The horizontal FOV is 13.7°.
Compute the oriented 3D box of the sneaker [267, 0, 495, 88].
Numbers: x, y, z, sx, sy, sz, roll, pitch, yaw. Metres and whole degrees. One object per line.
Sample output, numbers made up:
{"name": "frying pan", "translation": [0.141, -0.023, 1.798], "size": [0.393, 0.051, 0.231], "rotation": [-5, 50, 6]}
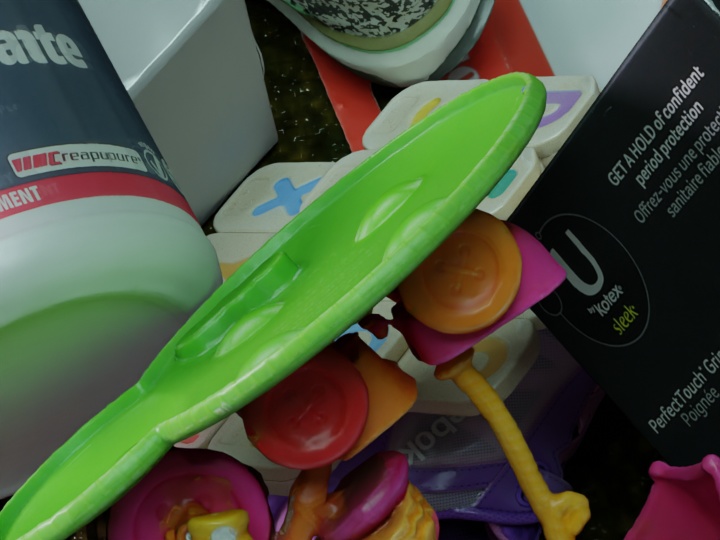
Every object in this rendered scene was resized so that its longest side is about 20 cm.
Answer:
{"name": "sneaker", "translation": [-0.042, -0.144, 1.123], "size": [0.200, 0.089, 0.077], "rotation": [26, 77, 29]}

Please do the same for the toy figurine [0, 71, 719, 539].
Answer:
{"name": "toy figurine", "translation": [0.029, 0.078, 0.836], "size": [0.200, 0.150, 0.184], "rotation": [-41, 101, -3]}

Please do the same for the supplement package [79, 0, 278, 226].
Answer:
{"name": "supplement package", "translation": [-0.141, -0.036, 1.070], "size": [0.120, 0.121, 0.200], "rotation": [34, 71, 21]}

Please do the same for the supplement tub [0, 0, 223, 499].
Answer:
{"name": "supplement tub", "translation": [-0.142, -0.039, 0.925], "size": [0.140, 0.140, 0.200], "rotation": [-27, 65, -7]}

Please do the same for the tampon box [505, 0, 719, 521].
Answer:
{"name": "tampon box", "translation": [0.166, 0.003, 0.861], "size": [0.126, 0.150, 0.200], "rotation": [-34, 78, -35]}

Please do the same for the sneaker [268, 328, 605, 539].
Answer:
{"name": "sneaker", "translation": [0.051, 0.050, 1.029], "size": [0.200, 0.080, 0.088], "rotation": [-35, 70, -6]}

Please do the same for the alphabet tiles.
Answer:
{"name": "alphabet tiles", "translation": [0.000, 0.000, 1.027], "size": [0.196, 0.015, 0.200], "rotation": [3, 43, 44]}

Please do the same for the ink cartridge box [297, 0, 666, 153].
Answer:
{"name": "ink cartridge box", "translation": [0.088, -0.088, 1.110], "size": [0.200, 0.050, 0.162], "rotation": [-19, 60, -6]}
